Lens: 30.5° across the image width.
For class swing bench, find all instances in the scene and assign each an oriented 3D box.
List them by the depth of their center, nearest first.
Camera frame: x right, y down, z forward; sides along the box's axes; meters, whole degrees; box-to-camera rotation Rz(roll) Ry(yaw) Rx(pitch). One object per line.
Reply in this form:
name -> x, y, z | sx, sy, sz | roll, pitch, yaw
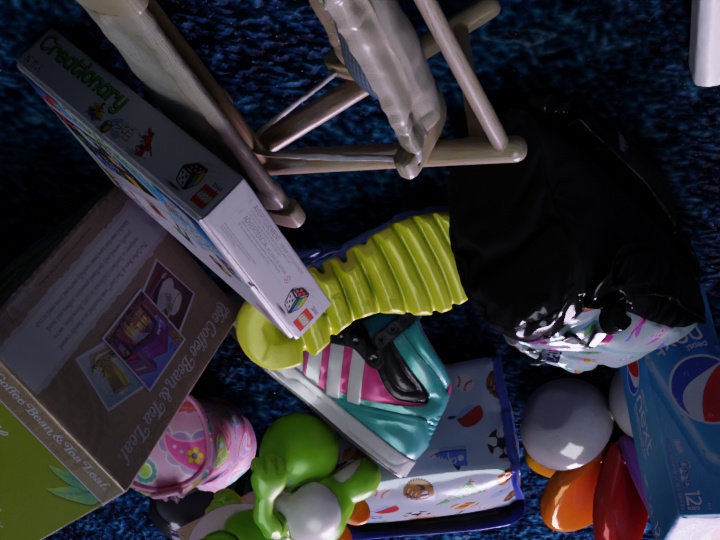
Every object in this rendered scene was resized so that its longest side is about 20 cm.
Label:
swing bench -> -0.040, -0.132, 0.702 | 0.200, 0.130, 0.199 | -17, 144, 16

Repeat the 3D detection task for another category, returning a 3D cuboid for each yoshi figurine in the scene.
yoshi figurine -> -0.084, 0.176, 0.997 | 0.200, 0.112, 0.112 | -28, 128, -20

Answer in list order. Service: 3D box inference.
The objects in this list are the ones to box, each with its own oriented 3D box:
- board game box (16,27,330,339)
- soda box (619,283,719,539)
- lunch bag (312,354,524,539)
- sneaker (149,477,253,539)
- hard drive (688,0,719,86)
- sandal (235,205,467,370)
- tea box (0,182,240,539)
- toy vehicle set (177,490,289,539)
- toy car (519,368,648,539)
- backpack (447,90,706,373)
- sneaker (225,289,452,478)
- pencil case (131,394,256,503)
board game box -> -0.110, -0.052, 0.766 | 0.035, 0.200, 0.126 | -44, 143, -9
soda box -> 0.246, 0.110, 1.013 | 0.064, 0.200, 0.068 | -1, 145, -5
lunch bag -> 0.056, 0.165, 1.144 | 0.169, 0.124, 0.200 | -8, 159, 4
sneaker -> -0.097, 0.208, 1.237 | 0.200, 0.075, 0.088 | 8, 134, -35
hard drive -> 0.256, -0.190, 0.746 | 0.131, 0.026, 0.200 | -9, 144, 6
sandal -> 0.000, 0.000, 0.945 | 0.199, 0.087, 0.080 | -17, 111, -10
tea box -> -0.216, 0.074, 0.881 | 0.197, 0.200, 0.134 | -31, 108, 31
toy vehicle set -> -0.079, 0.268, 1.235 | 0.124, 0.027, 0.200 | -25, 141, -3
toy car -> 0.242, 0.171, 1.143 | 0.200, 0.150, 0.175 | -21, 141, 22
backpack -> 0.147, -0.009, 0.893 | 0.126, 0.167, 0.200 | -22, 154, 32
sneaker -> -0.007, 0.053, 1.011 | 0.200, 0.121, 0.084 | 40, 177, -6
pencil case -> -0.138, 0.138, 1.046 | 0.087, 0.088, 0.200 | -7, 173, 3
